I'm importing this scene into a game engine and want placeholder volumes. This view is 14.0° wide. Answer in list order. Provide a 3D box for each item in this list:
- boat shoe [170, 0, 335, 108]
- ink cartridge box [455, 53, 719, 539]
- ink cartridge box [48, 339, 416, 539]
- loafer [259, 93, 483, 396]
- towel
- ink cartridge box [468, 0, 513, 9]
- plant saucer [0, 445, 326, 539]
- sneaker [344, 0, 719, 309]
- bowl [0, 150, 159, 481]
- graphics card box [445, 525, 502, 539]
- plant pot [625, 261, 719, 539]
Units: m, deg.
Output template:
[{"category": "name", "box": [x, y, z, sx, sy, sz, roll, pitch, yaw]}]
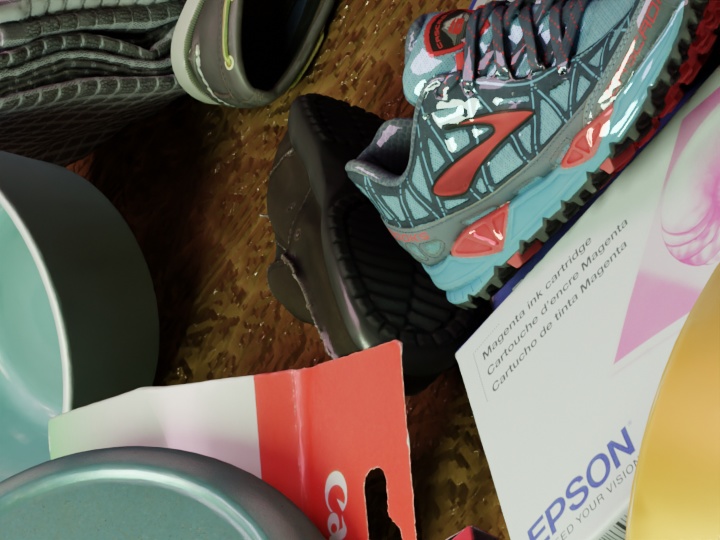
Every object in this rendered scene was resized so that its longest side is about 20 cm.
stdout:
[{"category": "boat shoe", "box": [-0.029, -0.174, 1.437, 0.061, 0.072, 0.202, 14, 85, 56]}, {"category": "ink cartridge box", "box": [0.115, 0.000, 1.080, 0.196, 0.043, 0.200, -49, 33, 23]}, {"category": "ink cartridge box", "box": [-0.053, 0.123, 1.182, 0.200, 0.050, 0.161, -20, 71, 53]}, {"category": "loafer", "box": [0.000, 0.000, 1.247, 0.200, 0.073, 0.071, -104, 37, -59]}, {"category": "towel", "box": [-0.174, -0.095, 1.485, 0.165, 0.200, 0.086, -23, 86, 47]}, {"category": "ink cartridge box", "box": [0.114, -0.123, 1.168, 0.200, 0.039, 0.100, -28, 28, 44]}, {"category": "plant saucer", "box": [-0.101, 0.148, 1.112, 0.200, 0.027, 0.201, -6, 55, 9]}, {"category": "sneaker", "box": [0.059, -0.066, 1.104, 0.200, 0.095, 0.079, -48, 2, 43]}, {"category": "bowl", "box": [-0.172, 0.024, 1.406, 0.201, 0.105, 0.201, 14, 111, 40]}, {"category": "graphics card box", "box": [0.074, 0.185, 0.896, 0.051, 0.125, 0.200, -42, 34, 31]}, {"category": "plant pot", "box": [0.199, 0.076, 0.742, 0.183, 0.200, 0.201, 14, 77, 45]}]
